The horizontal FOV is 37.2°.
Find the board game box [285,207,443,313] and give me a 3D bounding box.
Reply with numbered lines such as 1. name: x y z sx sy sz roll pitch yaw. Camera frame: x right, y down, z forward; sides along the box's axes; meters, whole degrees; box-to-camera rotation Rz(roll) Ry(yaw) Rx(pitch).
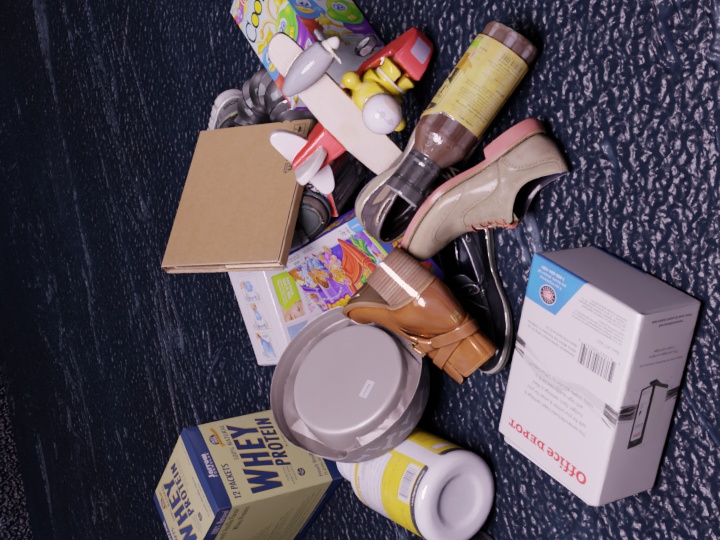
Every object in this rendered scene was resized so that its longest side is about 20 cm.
1. board game box: 0.000 0.000 1.313 0.135 0.045 0.200 48 147 -10

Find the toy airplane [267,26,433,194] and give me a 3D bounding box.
1. toy airplane: -0.005 -0.172 1.203 0.141 0.199 0.200 -151 58 -65

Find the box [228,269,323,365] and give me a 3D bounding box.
1. box: -0.101 0.014 1.441 0.101 0.112 0.201 -9 100 57

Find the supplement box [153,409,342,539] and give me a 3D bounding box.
1. supplement box: -0.168 0.316 1.552 0.134 0.199 0.200 60 141 30

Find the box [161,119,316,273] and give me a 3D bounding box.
1. box: -0.145 -0.090 1.288 0.163 0.021 0.201 -2 61 25

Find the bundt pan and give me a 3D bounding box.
1. bundt pan: -0.112 -0.192 1.478 0.202 0.076 0.203 15 108 54

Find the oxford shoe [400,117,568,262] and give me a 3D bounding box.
1. oxford shoe: 0.124 -0.065 1.098 0.200 0.070 0.075 -43 70 24

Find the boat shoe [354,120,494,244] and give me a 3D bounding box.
1. boat shoe: 0.079 -0.104 1.160 0.200 0.074 0.073 -49 38 20

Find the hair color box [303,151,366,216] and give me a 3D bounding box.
1. hair color box: -0.106 -0.115 1.363 0.199 0.111 0.064 -2 123 24

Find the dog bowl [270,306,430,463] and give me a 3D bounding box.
1. dog bowl: -0.007 0.137 1.271 0.200 0.059 0.201 -16 53 22

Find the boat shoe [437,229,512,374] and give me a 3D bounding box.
1. boat shoe: 0.118 0.017 1.181 0.075 0.062 0.201 -11 89 55

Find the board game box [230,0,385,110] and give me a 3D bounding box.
1. board game box: -0.072 -0.309 1.365 0.200 0.103 0.105 58 140 32

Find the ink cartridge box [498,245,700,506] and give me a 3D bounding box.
1. ink cartridge box: 0.221 0.097 1.017 0.146 0.084 0.201 36 126 48

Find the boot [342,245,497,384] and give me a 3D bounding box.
1. boot: 0.067 0.060 1.180 0.155 0.077 0.200 43 155 2

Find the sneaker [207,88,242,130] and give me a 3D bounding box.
1. sneaker: -0.199 -0.167 1.614 0.087 0.074 0.200 51 131 48

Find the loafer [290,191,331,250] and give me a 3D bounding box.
1. loafer: -0.124 -0.038 1.313 0.200 0.063 0.072 -17 120 33

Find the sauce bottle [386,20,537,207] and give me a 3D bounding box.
1. sauce bottle: 0.099 -0.157 1.086 0.200 0.065 0.065 -54 43 1

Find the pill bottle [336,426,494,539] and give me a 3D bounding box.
1. pill bottle: 0.057 0.243 1.274 0.200 0.112 0.112 15 109 55

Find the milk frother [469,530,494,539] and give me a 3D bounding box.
1. milk frother: 0.088 0.415 1.192 0.200 0.188 0.181 33 123 50
